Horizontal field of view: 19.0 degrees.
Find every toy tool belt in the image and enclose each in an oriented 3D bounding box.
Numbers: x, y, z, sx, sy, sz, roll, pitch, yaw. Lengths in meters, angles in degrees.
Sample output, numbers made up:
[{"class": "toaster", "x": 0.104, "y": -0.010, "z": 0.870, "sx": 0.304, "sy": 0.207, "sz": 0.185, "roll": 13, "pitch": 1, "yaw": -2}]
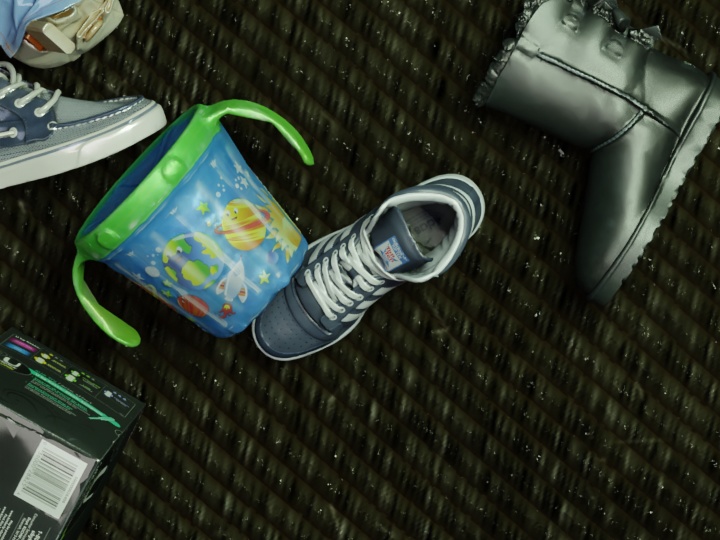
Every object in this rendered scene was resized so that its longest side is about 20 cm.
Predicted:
[{"class": "toy tool belt", "x": -0.260, "y": -0.231, "z": 1.515, "sx": 0.125, "sy": 0.123, "sz": 0.200, "roll": -41, "pitch": 92, "yaw": 8}]

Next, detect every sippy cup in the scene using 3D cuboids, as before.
[{"class": "sippy cup", "x": -0.113, "y": -0.026, "z": 1.533, "sx": 0.130, "sy": 0.140, "sz": 0.178, "roll": 42, "pitch": 137, "yaw": -12}]

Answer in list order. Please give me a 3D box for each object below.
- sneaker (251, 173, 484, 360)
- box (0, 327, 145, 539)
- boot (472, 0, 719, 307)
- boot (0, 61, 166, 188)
[{"class": "sneaker", "x": 0.000, "y": 0.000, "z": 1.531, "sx": 0.199, "sy": 0.109, "sz": 0.070, "roll": -35, "pitch": 93, "yaw": 8}, {"class": "box", "x": -0.250, "y": 0.145, "z": 1.521, "sx": 0.124, "sy": 0.200, "sz": 0.149, "roll": 29, "pitch": 98, "yaw": -1}, {"class": "boot", "x": 0.155, "y": -0.097, "z": 1.527, "sx": 0.162, "sy": 0.073, "sz": 0.199, "roll": 29, "pitch": 91, "yaw": -2}, {"class": "boot", "x": -0.245, "y": -0.114, "z": 1.551, "sx": 0.198, "sy": 0.073, "sz": 0.091, "roll": -17, "pitch": 104, "yaw": 7}]
